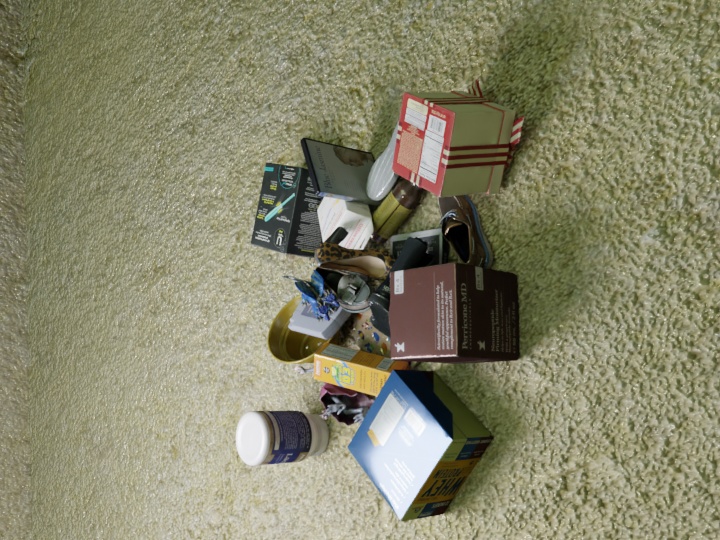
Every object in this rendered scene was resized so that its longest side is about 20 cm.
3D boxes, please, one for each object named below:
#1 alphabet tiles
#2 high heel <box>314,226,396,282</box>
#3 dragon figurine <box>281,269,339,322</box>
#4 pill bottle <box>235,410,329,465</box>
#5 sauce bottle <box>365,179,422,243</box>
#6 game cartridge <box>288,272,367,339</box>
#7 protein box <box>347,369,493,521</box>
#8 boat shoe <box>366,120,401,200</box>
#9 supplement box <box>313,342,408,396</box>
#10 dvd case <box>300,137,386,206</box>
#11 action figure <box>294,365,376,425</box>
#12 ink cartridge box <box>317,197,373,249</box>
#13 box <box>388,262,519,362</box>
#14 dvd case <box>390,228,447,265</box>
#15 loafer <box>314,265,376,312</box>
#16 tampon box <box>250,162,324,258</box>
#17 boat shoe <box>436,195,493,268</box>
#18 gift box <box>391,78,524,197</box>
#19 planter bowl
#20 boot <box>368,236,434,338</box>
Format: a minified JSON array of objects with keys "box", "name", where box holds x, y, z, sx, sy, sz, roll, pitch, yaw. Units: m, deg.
[{"box":[0.043,0.156,1.723,0.201,0.007,0.168,53,126,30],"name":"alphabet tiles"},{"box":[0.000,0.000,1.642,0.198,0.143,0.072,34,125,3],"name":"high heel"},{"box":[-0.103,0.042,1.705,0.058,0.100,0.200,-31,55,-14],"name":"dragon figurine"},{"box":[-0.172,0.374,1.798,0.114,0.197,0.119,-8,78,45],"name":"pill bottle"},{"box":[0.088,-0.147,1.711,0.200,0.064,0.065,-48,53,28],"name":"sauce bottle"},{"box":[-0.065,0.060,1.786,0.131,0.041,0.202,7,57,44],"name":"game cartridge"},{"box":[0.112,0.337,1.559,0.199,0.133,0.202,46,115,39],"name":"protein box"},{"box":[0.085,-0.236,1.721,0.072,0.070,0.202,41,106,40],"name":"boat shoe"},{"box":[0.000,0.212,1.674,0.196,0.069,0.068,12,114,24],"name":"supplement box"},{"box":[-0.034,-0.214,1.747,0.018,0.197,0.145,-40,56,40],"name":"dvd case"},{"box":[-0.051,0.249,1.763,0.147,0.135,0.200,-30,27,0],"name":"action figure"},{"box":[-0.036,-0.113,1.773,0.118,0.066,0.202,-59,26,29],"name":"ink cartridge box"},{"box":[0.176,0.086,1.489,0.162,0.198,0.170,-8,78,43],"name":"box"},{"box":[0.122,0.020,1.677,0.148,0.024,0.205,-7,80,45],"name":"dvd case"},{"box":[-0.038,0.035,1.693,0.072,0.063,0.199,-53,32,-10],"name":"loafer"},{"box":[-0.158,-0.143,1.915,0.148,0.125,0.205,15,95,46],"name":"tampon box"},{"box":[0.197,-0.089,1.583,0.072,0.072,0.202,-45,55,30],"name":"boat shoe"},{"box":[0.192,-0.258,1.531,0.184,0.184,0.204,40,126,43],"name":"gift box"},{"box":[-0.110,0.148,1.828,0.197,0.084,0.203,-20,44,20],"name":"planter bowl"},{"box":[0.088,0.038,1.617,0.076,0.201,0.169,29,71,20],"name":"boot"}]
